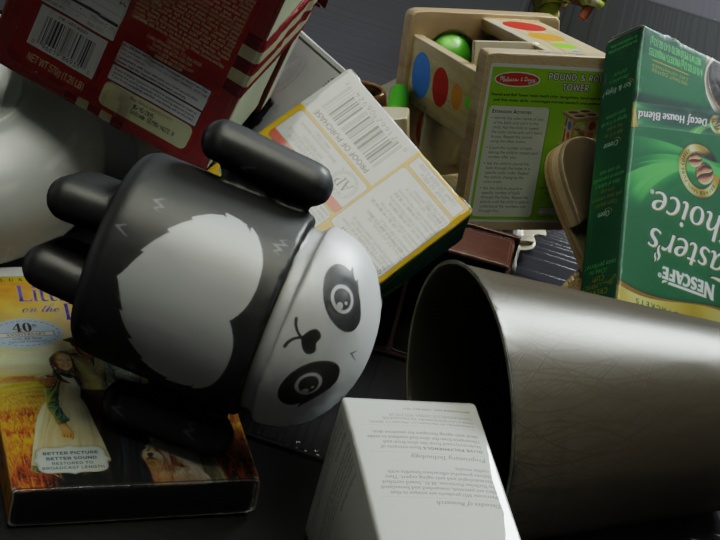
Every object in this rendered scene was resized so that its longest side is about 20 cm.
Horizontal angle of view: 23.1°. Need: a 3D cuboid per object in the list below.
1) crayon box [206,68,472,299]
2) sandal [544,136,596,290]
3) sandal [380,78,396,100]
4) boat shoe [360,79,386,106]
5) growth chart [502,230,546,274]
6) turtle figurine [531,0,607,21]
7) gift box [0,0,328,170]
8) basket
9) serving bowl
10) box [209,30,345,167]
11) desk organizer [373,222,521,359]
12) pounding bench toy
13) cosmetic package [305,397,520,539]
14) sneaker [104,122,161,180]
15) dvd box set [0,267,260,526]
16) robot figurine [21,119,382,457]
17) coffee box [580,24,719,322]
[{"bbox_3d":[-0.046,-0.018,1.102,0.199,0.052,0.126,-36,77,-17],"label":"crayon box"},{"bbox_3d":[0.161,0.020,1.205,0.077,0.070,0.214,-8,77,-36],"label":"sandal"},{"bbox_3d":[0.066,-0.161,1.430,0.199,0.055,0.081,-22,33,-37],"label":"sandal"},{"bbox_3d":[-0.074,-0.130,1.328,0.198,0.074,0.076,8,35,-10],"label":"boat shoe"},{"bbox_3d":[0.065,-0.041,1.307,0.144,0.018,0.200,23,35,10],"label":"growth chart"},{"bbox_3d":[0.166,-0.235,1.489,0.064,0.162,0.201,7,36,-12],"label":"turtle figurine"},{"bbox_3d":[-0.125,-0.186,1.131,0.184,0.201,0.187,33,28,-2],"label":"gift box"},{"bbox_3d":[0.146,0.083,1.067,0.198,0.136,0.181,4,51,-23],"label":"basket"},{"bbox_3d":[-0.259,-0.101,1.128,0.198,0.066,0.201,8,51,-10],"label":"serving bowl"},{"bbox_3d":[-0.105,-0.148,1.263,0.200,0.117,0.060,41,-4,13],"label":"box"},{"bbox_3d":[0.000,0.000,1.179,0.198,0.072,0.077,15,37,0],"label":"desk organizer"},{"bbox_3d":[0.070,-0.114,1.263,0.198,0.125,0.156,-1,21,-24],"label":"pounding bench toy"},{"bbox_3d":[0.033,0.172,0.918,0.084,0.108,0.201,4,38,-17],"label":"cosmetic package"},{"bbox_3d":[-0.229,-0.096,1.225,0.199,0.076,0.115,28,38,24],"label":"sneaker"},{"bbox_3d":[-0.152,0.069,1.058,0.145,0.030,0.201,1,38,-20],"label":"dvd box set"},{"bbox_3d":[-0.086,0.010,0.992,0.199,0.151,0.125,23,47,2],"label":"robot figurine"},{"bbox_3d":[0.212,-0.049,1.180,0.122,0.044,0.202,19,70,-28],"label":"coffee box"}]
